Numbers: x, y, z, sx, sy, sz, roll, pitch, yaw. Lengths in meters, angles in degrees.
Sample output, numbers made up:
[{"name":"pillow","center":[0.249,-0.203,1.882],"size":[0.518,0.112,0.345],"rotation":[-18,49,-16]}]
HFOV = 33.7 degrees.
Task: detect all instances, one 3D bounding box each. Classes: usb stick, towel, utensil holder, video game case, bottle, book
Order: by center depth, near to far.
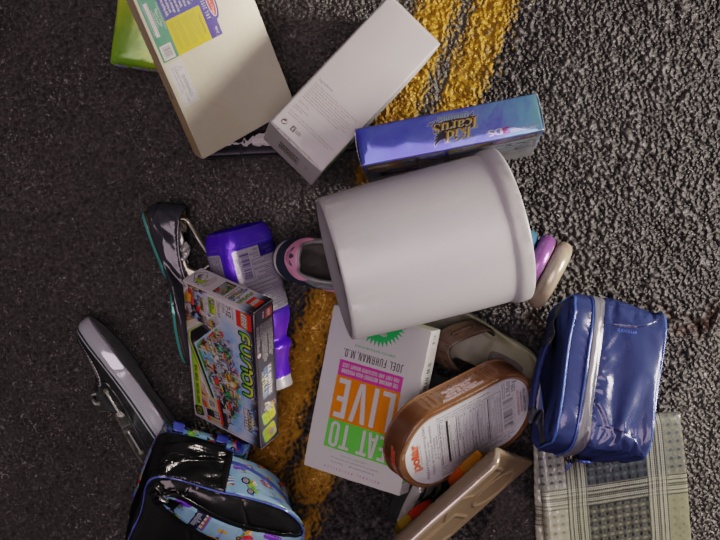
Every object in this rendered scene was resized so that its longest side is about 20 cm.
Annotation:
[{"name":"utensil holder","center":[0.066,-0.027,1.279],"size":[0.199,0.170,0.171],"rotation":[-14,97,-5]},{"name":"video game case","center":[0.099,-0.144,1.337],"size":[0.199,0.181,0.046],"rotation":[-11,87,3]},{"name":"usb stick","center":[-0.099,-0.164,1.419],"size":[0.199,0.033,0.056],"rotation":[-3,91,3]},{"name":"book","center":[0.015,0.152,1.421],"size":[0.133,0.048,0.201],"rotation":[14,98,29]},{"name":"bottle","center":[-0.126,0.045,1.423],"size":[0.065,0.083,0.201],"rotation":[-6,101,44]},{"name":"towel","center":[0.306,0.277,1.457],"size":[0.192,0.035,0.201],"rotation":[-6,96,-8]}]

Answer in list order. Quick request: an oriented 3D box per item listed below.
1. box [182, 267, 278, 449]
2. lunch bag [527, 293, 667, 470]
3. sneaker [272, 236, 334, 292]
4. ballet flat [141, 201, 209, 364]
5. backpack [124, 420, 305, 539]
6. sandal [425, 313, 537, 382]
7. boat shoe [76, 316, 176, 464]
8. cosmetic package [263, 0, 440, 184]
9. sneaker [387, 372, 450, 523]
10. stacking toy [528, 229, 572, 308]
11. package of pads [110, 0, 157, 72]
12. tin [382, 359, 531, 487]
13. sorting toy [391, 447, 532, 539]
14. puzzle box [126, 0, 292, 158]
[{"name":"box","center":[-0.150,0.104,1.392],"size":[0.110,0.035,0.201],"rotation":[22,129,30]},{"name":"lunch bag","center":[0.263,0.133,1.373],"size":[0.132,0.136,0.201],"rotation":[11,76,-1]},{"name":"sneaker","center":[0.000,0.000,1.396],"size":[0.199,0.082,0.070],"rotation":[4,89,-15]},{"name":"ballet flat","center":[-0.206,0.012,1.430],"size":[0.073,0.073,0.201],"rotation":[-14,95,4]},{"name":"backpack","center":[-0.168,0.289,1.417],"size":[0.199,0.135,0.183],"rotation":[15,123,-11]},{"name":"sandal","center":[0.126,0.089,1.431],"size":[0.200,0.057,0.080],"rotation":[22,98,-1]},{"name":"boat shoe","center":[-0.295,0.152,1.449],"size":[0.071,0.072,0.200],"rotation":[-32,97,2]},{"name":"cosmetic package","center":[-0.013,-0.203,1.348],"size":[0.085,0.108,0.200],"rotation":[44,82,-3]},{"name":"sneaker","center":[0.070,0.211,1.453],"size":[0.084,0.074,0.201],"rotation":[27,104,24]},{"name":"stacking toy","center":[0.146,-0.037,1.410],"size":[0.200,0.085,0.086],"rotation":[29,98,5]},{"name":"package of pads","center":[-0.199,-0.325,1.383],"size":[0.154,0.068,0.201],"rotation":[10,101,1]},{"name":"tin","center":[0.117,0.177,1.376],"size":[0.199,0.042,0.112],"rotation":[-24,121,-24]},{"name":"sorting toy","center":[0.109,0.271,1.392],"size":[0.185,0.200,0.037],"rotation":[-43,71,7]},{"name":"puzzle box","center":[-0.164,-0.244,1.335],"size":[0.133,0.025,0.201],"rotation":[-31,118,-20]}]
